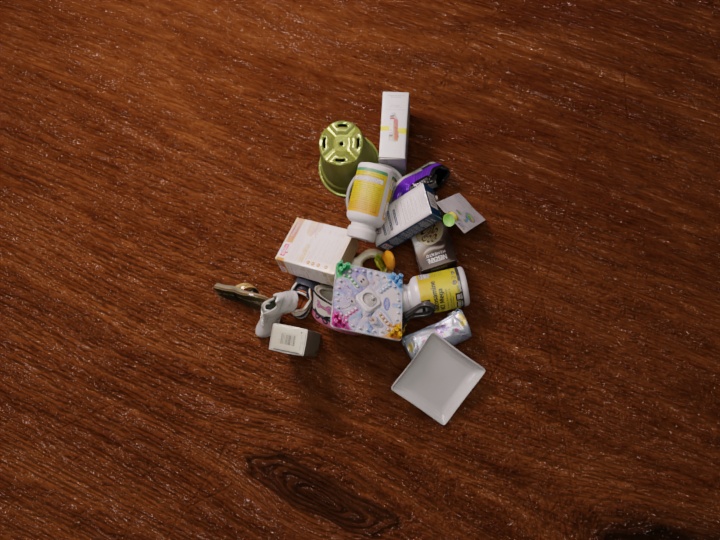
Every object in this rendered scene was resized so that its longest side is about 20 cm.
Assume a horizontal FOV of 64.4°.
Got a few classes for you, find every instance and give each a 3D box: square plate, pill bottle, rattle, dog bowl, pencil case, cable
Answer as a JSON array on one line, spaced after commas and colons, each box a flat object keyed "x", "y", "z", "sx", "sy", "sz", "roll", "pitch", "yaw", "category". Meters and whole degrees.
[{"x": 0.214, "y": 0.298, "z": 1.582, "sx": 0.196, "sy": 0.028, "sz": 0.202, "roll": 35, "pitch": 99, "yaw": -12, "category": "square plate"}, {"x": 0.205, "y": 0.064, "z": 1.624, "sx": 0.194, "sy": 0.113, "sz": 0.116, "roll": -13, "pitch": 79, "yaw": 5, "category": "pill bottle"}, {"x": 0.000, "y": 0.000, "z": 1.652, "sx": 0.194, "sy": 0.143, "sz": 0.134, "roll": 3, "pitch": 99, "yaw": 1, "category": "rattle"}, {"x": 0.024, "y": -0.187, "z": 1.590, "sx": 0.110, "sy": 0.113, "sz": 0.206, "roll": 14, "pitch": 90, "yaw": 9, "category": "pill bottle"}, {"x": -0.050, "y": 0.114, "z": 1.613, "sx": 0.196, "sy": 0.200, "sz": 0.076, "roll": 21, "pitch": 101, "yaw": 10, "category": "dog bowl"}, {"x": 0.216, "y": 0.186, "z": 1.612, "sx": 0.196, "sy": 0.092, "sz": 0.084, "roll": -28, "pitch": 37, "yaw": 3, "category": "pencil case"}, {"x": 0.122, "y": 0.126, "z": 1.600, "sx": 0.097, "sy": 0.051, "sz": 0.200, "roll": 40, "pitch": 124, "yaw": -12, "category": "cable"}]

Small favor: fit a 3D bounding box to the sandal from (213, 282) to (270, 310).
[{"x": -0.348, "y": 0.066, "z": 1.719, "sx": 0.195, "sy": 0.081, "sz": 0.055, "roll": 16, "pitch": 60, "yaw": 14, "category": "sandal"}]

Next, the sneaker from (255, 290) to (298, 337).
[{"x": -0.262, "y": 0.123, "z": 1.655, "sx": 0.201, "sy": 0.079, "sz": 0.071, "roll": -48, "pitch": 53, "yaw": 31, "category": "sneaker"}]

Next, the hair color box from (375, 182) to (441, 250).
[{"x": 0.124, "y": -0.148, "z": 1.610, "sx": 0.198, "sy": 0.060, "sz": 0.102, "roll": -29, "pitch": 61, "yaw": 31, "category": "hair color box"}]

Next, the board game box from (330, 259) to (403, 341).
[{"x": 0.023, "y": 0.076, "z": 1.532, "sx": 0.195, "sy": 0.026, "sz": 0.204, "roll": 12, "pitch": 55, "yaw": -12, "category": "board game box"}]

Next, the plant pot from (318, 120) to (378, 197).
[{"x": -0.045, "y": -0.342, "z": 1.690, "sx": 0.194, "sy": 0.184, "sz": 0.207, "roll": -1, "pitch": 80, "yaw": 7, "category": "plant pot"}]

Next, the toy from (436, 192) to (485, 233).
[{"x": 0.279, "y": -0.156, "z": 1.633, "sx": 0.115, "sy": 0.199, "sz": 0.047, "roll": 48, "pitch": 118, "yaw": 9, "category": "toy"}]

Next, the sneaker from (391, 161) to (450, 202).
[{"x": 0.181, "y": -0.250, "z": 1.661, "sx": 0.199, "sy": 0.071, "sz": 0.099, "roll": -39, "pitch": 33, "yaw": -17, "category": "sneaker"}]

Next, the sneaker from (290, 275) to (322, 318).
[{"x": -0.155, "y": 0.042, "z": 1.691, "sx": 0.076, "sy": 0.079, "sz": 0.205, "roll": 15, "pitch": 81, "yaw": 11, "category": "sneaker"}]

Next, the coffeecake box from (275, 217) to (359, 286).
[{"x": -0.125, "y": -0.055, "z": 1.662, "sx": 0.195, "sy": 0.074, "sz": 0.156, "roll": 15, "pitch": 62, "yaw": 22, "category": "coffeecake box"}]

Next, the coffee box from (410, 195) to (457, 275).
[{"x": 0.201, "y": -0.098, "z": 1.664, "sx": 0.110, "sy": 0.080, "sz": 0.205, "roll": -16, "pitch": 74, "yaw": 3, "category": "coffee box"}]

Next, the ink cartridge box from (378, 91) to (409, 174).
[{"x": 0.103, "y": -0.404, "z": 1.704, "sx": 0.081, "sy": 0.145, "sz": 0.206, "roll": 4, "pitch": 81, "yaw": 6, "category": "ink cartridge box"}]

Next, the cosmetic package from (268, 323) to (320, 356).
[{"x": -0.180, "y": 0.198, "z": 1.603, "sx": 0.102, "sy": 0.200, "sz": 0.073, "roll": 9, "pitch": 82, "yaw": 9, "category": "cosmetic package"}]

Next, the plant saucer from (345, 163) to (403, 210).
[{"x": 0.043, "y": -0.217, "z": 1.697, "sx": 0.195, "sy": 0.050, "sz": 0.206, "roll": -6, "pitch": 109, "yaw": -19, "category": "plant saucer"}]
